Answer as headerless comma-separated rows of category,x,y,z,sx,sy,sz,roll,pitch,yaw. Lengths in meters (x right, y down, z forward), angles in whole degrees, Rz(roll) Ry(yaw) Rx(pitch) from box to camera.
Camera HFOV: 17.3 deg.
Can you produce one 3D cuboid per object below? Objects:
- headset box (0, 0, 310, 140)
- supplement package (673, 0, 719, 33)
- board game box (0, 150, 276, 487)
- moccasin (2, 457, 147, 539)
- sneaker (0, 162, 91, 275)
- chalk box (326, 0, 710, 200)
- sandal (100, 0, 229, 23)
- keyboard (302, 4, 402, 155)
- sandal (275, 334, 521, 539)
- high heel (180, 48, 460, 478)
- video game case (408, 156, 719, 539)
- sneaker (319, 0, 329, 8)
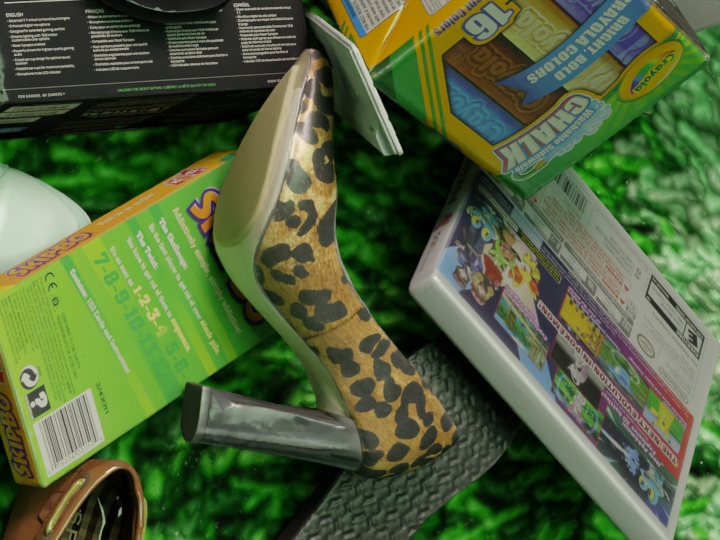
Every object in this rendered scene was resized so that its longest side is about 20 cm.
headset box,-0.131,-0.172,1.144,0.174,0.093,0.200,-8,85,-34
supplement package,0.209,-0.223,1.317,0.200,0.191,0.147,-27,97,-34
board game box,-0.103,0.016,1.138,0.200,0.030,0.096,-32,117,-42
moccasin,-0.140,0.184,1.083,0.074,0.078,0.202,30,67,-28
sneaker,-0.191,-0.035,1.065,0.200,0.118,0.074,17,71,-31
chalk box,0.080,-0.131,1.187,0.200,0.124,0.125,35,24,-50
sandal,-0.125,-0.196,1.071,0.076,0.043,0.200,-45,105,-30
keyboard,-0.013,-0.100,1.156,0.011,0.200,0.056,-21,107,-7
sandal,0.008,0.107,1.220,0.075,0.048,0.200,47,73,-19
high heel,0.000,0.000,1.150,0.142,0.071,0.200,10,98,-23
video game case,0.115,0.027,1.271,0.200,0.023,0.182,49,34,-17
sneaker,0.001,-0.202,1.228,0.200,0.106,0.075,45,61,-20
